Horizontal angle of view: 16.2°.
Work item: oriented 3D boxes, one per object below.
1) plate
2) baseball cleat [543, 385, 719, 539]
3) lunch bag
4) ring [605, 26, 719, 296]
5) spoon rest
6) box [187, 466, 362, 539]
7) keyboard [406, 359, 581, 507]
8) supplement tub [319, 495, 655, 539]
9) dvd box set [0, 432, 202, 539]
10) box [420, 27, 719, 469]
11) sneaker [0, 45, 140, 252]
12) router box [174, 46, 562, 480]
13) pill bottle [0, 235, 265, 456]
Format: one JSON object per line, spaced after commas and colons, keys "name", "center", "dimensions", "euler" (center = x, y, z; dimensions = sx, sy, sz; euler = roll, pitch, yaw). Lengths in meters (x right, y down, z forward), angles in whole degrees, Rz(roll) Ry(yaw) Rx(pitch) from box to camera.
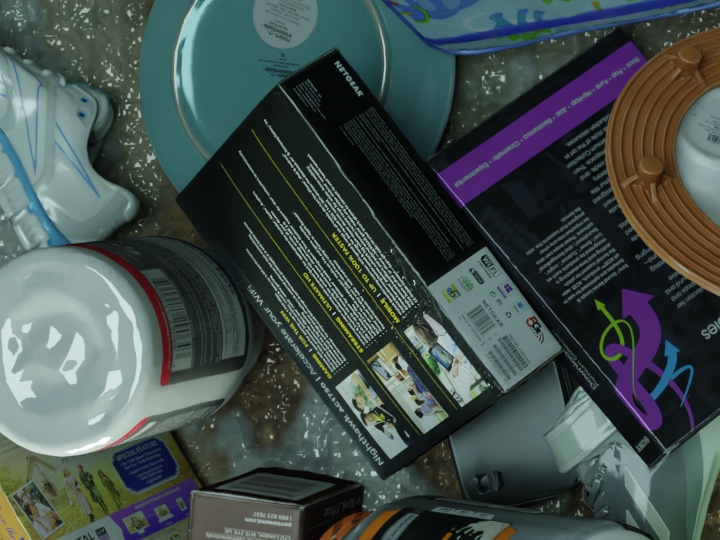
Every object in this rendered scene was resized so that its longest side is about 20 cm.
{"name": "plate", "center": [-0.043, -0.114, 1.440], "dimensions": [0.200, 0.026, 0.200], "euler": [0, 89, 24]}
{"name": "baseball cleat", "center": [0.142, 0.132, 1.372], "dimensions": [0.106, 0.070, 0.200], "euler": [16, 88, 1]}
{"name": "lunch bag", "center": [0.101, -0.183, 1.324], "dimensions": [0.200, 0.161, 0.083], "euler": [-8, 65, 20]}
{"name": "ring", "center": [0.225, -0.058, 1.287], "dimensions": [0.200, 0.200, 0.019], "euler": [28, 143, 16]}
{"name": "spoon rest", "center": [0.227, -0.041, 1.330], "dimensions": [0.200, 0.099, 0.061], "euler": [22, 145, 9]}
{"name": "box", "center": [-0.053, 0.219, 1.434], "dimensions": [0.075, 0.100, 0.200], "euler": [7, 96, 19]}
{"name": "keyboard", "center": [0.051, 0.040, 1.429], "dimensions": [0.127, 0.021, 0.200], "euler": [-14, 88, 19]}
{"name": "supplement tub", "center": [0.065, 0.183, 1.328], "dimensions": [0.200, 0.122, 0.123], "euler": [1, 94, 51]}
{"name": "dvd box set", "center": [-0.168, 0.104, 1.444], "dimensions": [0.029, 0.146, 0.200], "euler": [-37, 81, 35]}
{"name": "box", "center": [0.145, -0.013, 1.344], "dimensions": [0.143, 0.036, 0.200], "euler": [-35, 78, -21]}
{"name": "sneaker", "center": [-0.194, -0.096, 1.492], "dimensions": [0.087, 0.075, 0.200], "euler": [-29, 81, -5]}
{"name": "router box", "center": [0.000, 0.000, 1.358], "dimensions": [0.200, 0.051, 0.149], "euler": [54, 145, 3]}
{"name": "pill bottle", "center": [-0.125, 0.037, 1.395], "dimensions": [0.111, 0.200, 0.111], "euler": [1, 93, 19]}
